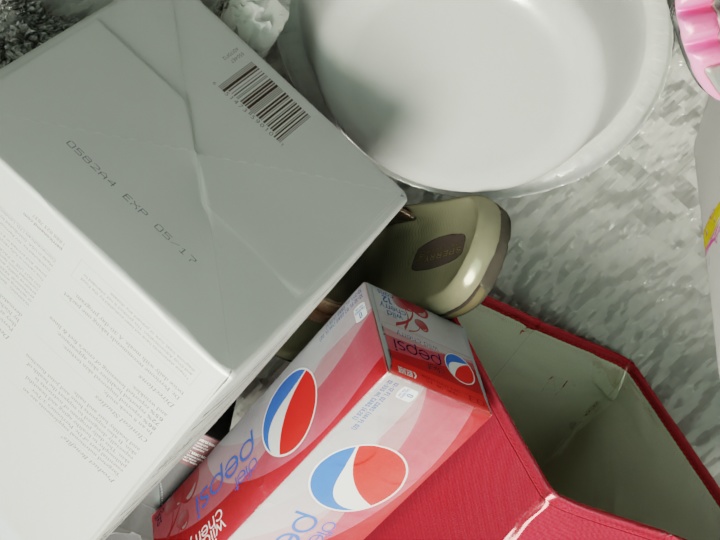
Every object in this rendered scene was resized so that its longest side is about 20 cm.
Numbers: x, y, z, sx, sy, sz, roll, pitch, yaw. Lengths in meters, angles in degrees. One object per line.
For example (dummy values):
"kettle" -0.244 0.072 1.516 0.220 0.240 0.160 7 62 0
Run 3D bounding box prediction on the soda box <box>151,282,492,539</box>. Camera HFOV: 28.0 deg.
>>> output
"soda box" -0.026 0.102 0.733 0.070 0.064 0.200 23 123 -31

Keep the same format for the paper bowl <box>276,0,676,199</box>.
"paper bowl" 0.054 -0.120 0.709 0.199 0.105 0.202 7 132 8

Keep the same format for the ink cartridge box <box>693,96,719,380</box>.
"ink cartridge box" 0.255 -0.039 0.695 0.146 0.201 0.145 9 134 -1

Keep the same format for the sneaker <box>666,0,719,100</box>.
"sneaker" 0.155 -0.174 0.641 0.078 0.095 0.202 -10 98 -7

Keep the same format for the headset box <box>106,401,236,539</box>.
"headset box" -0.169 0.114 0.824 0.148 0.077 0.201 25 112 -10

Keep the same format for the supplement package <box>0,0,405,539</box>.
"supplement package" -0.114 0.007 0.657 0.152 0.151 0.200 43 133 2

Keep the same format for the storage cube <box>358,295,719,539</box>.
"storage cube" 0.075 0.143 0.784 0.170 0.200 0.180 23 116 -33

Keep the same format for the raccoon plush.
"raccoon plush" -0.124 -0.120 0.741 0.134 0.097 0.200 31 135 -10

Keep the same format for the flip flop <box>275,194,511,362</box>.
"flip flop" 0.000 0.000 0.769 0.057 0.200 0.082 20 70 -30
